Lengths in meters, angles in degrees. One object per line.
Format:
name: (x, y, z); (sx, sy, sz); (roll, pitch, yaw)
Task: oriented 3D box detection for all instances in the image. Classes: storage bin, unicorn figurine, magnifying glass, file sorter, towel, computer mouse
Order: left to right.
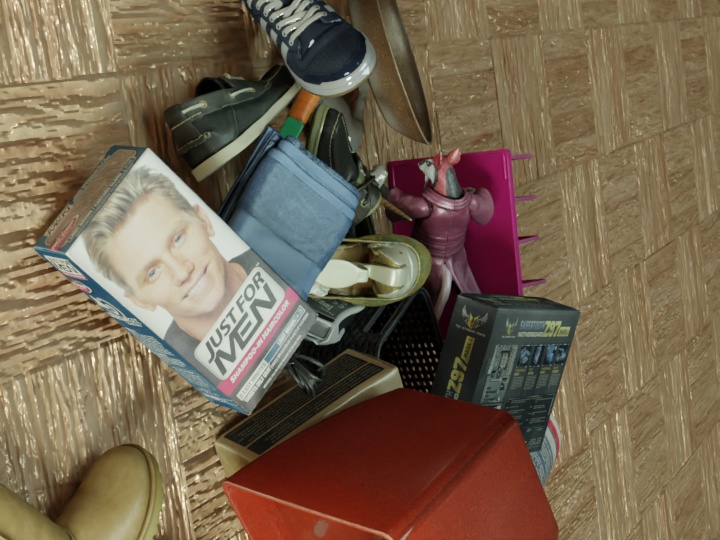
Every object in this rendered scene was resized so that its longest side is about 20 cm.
towel: (-0.083, -0.007, 1.115); (0.112, 0.048, 0.200); (39, 73, -35)
magnifying glass: (-0.066, -0.111, 1.195); (0.080, 0.022, 0.200); (126, -11, -73)
computer mouse: (-0.050, 0.049, 1.232); (0.044, 0.109, 0.200); (-63, 169, 23)
unicorn figurine: (-0.020, -0.152, 1.331); (0.200, 0.074, 0.138); (44, 47, -30)
storage bin: (0.025, 0.129, 1.344); (0.135, 0.094, 0.200); (-53, 133, -52)
file sorter: (0.127, -0.028, 1.508); (0.125, 0.139, 0.201); (-11, 96, -63)

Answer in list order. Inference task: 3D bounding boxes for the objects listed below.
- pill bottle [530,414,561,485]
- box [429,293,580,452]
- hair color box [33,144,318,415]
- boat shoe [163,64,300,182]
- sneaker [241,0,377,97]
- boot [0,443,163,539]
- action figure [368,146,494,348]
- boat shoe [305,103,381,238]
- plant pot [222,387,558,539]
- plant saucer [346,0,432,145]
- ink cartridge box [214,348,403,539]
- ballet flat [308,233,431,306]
pill bottle: (0.143, 0.233, 1.523); (0.200, 0.119, 0.120); (-50, 130, -53)
box: (0.140, 0.105, 1.350); (0.200, 0.051, 0.158); (3, 105, -58)
hair color box: (-0.133, 0.009, 1.012); (0.200, 0.060, 0.100); (45, 70, -31)
boat shoe: (-0.105, -0.144, 1.161); (0.068, 0.072, 0.200); (49, 30, -7)
sneaker: (-0.061, -0.230, 1.171); (0.109, 0.070, 0.200); (53, -1, -41)
boot: (-0.222, 0.161, 0.903); (0.200, 0.066, 0.176); (49, 45, -47)
action figure: (0.072, -0.031, 1.370); (0.149, 0.134, 0.200); (-107, -163, -49)
boat shoe: (-0.012, -0.072, 1.271); (0.201, 0.066, 0.072); (87, 17, -47)
plant pot: (0.045, 0.208, 1.096); (0.176, 0.199, 0.200); (-41, 122, -32)
plant saucer: (0.025, -0.215, 1.338); (0.200, 0.037, 0.201); (-15, 90, -80)
ink cartridge box: (-0.020, 0.198, 1.207); (0.165, 0.075, 0.200); (-33, 118, -29)
ballet flat: (0.000, 0.000, 1.237); (0.200, 0.071, 0.071); (3, 83, -37)
